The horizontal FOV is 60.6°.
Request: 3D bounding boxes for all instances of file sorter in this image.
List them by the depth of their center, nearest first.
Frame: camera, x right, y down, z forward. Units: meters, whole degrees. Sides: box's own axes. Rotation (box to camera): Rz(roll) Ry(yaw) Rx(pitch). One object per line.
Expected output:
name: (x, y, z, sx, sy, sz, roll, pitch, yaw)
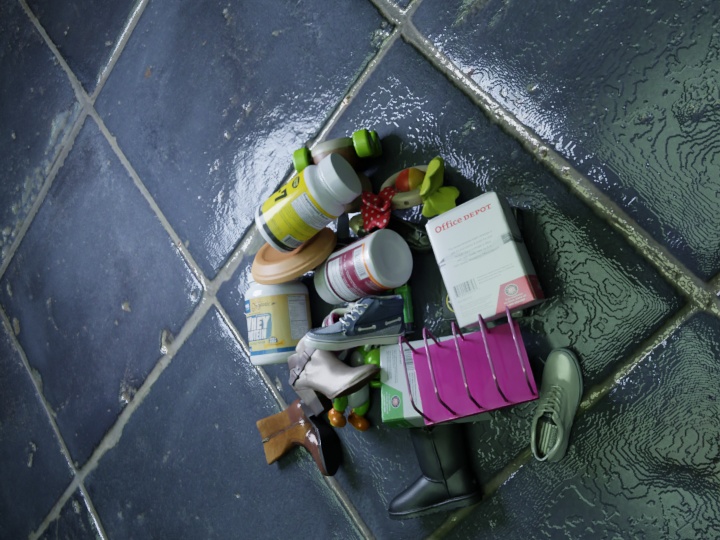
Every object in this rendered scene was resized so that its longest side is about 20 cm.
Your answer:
file sorter: (0.176, 0.157, 1.028, 0.198, 0.126, 0.140, -17, 60, 14)

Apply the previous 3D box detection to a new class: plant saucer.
plant saucer: (-0.146, -0.043, 1.303, 0.198, 0.201, 0.038, -7, 122, 33)

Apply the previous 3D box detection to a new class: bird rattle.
bird rattle: (0.094, -0.150, 1.207, 0.198, 0.164, 0.113, -17, 118, 25)

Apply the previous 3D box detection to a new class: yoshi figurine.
yoshi figurine: (0.009, 0.233, 1.269, 0.111, 0.112, 0.202, 20, 97, 16)

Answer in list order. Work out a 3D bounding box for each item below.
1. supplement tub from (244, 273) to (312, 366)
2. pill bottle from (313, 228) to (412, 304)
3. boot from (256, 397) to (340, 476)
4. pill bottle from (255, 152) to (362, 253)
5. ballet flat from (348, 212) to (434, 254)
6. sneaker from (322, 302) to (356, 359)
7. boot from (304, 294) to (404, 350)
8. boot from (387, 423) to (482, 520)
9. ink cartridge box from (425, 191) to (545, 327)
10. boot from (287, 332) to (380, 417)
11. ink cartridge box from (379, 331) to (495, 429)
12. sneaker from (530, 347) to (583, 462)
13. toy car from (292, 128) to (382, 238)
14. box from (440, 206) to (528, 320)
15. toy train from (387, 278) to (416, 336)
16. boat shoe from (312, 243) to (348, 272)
supplement tub: (-0.181, 0.105, 1.370, 0.143, 0.144, 0.203, -12, 81, 32)
pill bottle: (0.000, 0.000, 1.230, 0.199, 0.113, 0.116, -22, 75, 49)
boot: (-0.148, 0.394, 1.380, 0.199, 0.068, 0.190, -34, 70, 28)
pill bottle: (-0.100, -0.132, 1.201, 0.199, 0.114, 0.115, -34, 70, 23)
ballet flat: (0.069, -0.082, 1.237, 0.198, 0.057, 0.067, 14, 82, 15)
sneaker: (-0.050, 0.128, 1.272, 0.199, 0.088, 0.082, -38, 27, 20)
boot: (-0.011, 0.094, 1.179, 0.073, 0.197, 0.092, -137, 45, -68)
boot: (0.124, 0.379, 1.193, 0.198, 0.076, 0.170, -22, 79, 24)
ink cartridge box: (0.220, -0.017, 1.091, 0.145, 0.082, 0.202, -24, 75, 27)
boot: (-0.065, 0.185, 1.207, 0.199, 0.070, 0.147, -39, 64, 24)
ink cartridge box: (0.142, 0.207, 1.143, 0.198, 0.083, 0.148, -10, 62, 20)
sneaker: (0.339, 0.235, 1.064, 0.072, 0.071, 0.203, 5, 91, 33)
toy car: (-0.026, -0.174, 1.291, 0.162, 0.158, 0.202, -14, 96, 15)
box: (0.229, -0.009, 1.162, 0.160, 0.049, 0.203, -4, 85, 29)
toy train: (0.078, 0.041, 1.266, 0.056, 0.042, 0.203, -10, 82, 22)
boat shoe: (-0.097, -0.032, 1.370, 0.198, 0.060, 0.075, 9, 87, 32)
